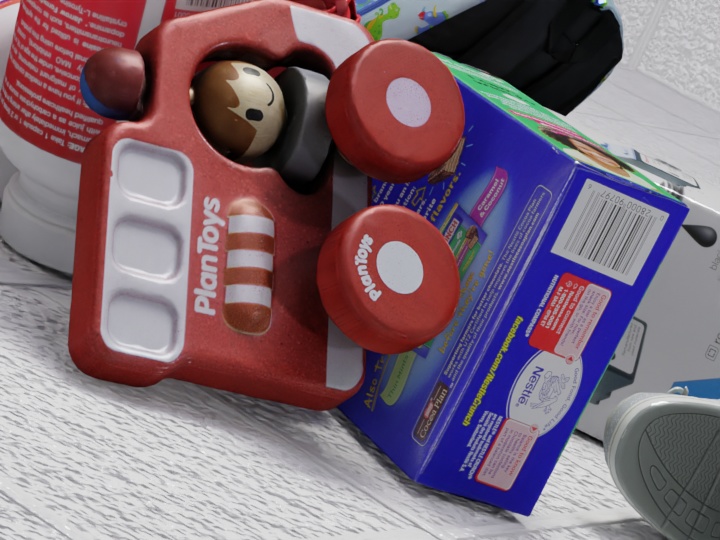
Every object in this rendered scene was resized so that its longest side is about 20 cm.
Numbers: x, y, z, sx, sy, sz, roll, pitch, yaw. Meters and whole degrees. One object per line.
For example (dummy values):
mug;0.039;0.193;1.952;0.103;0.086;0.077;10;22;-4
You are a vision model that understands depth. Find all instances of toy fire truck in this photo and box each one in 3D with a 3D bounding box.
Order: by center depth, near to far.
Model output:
toy fire truck;-0.051;-0.035;1.318;0.168;0.200;0.112;14;-24;-29

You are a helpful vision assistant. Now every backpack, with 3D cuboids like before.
backpack;0.053;-0.129;1.664;0.163;0.200;0.154;41;36;-41

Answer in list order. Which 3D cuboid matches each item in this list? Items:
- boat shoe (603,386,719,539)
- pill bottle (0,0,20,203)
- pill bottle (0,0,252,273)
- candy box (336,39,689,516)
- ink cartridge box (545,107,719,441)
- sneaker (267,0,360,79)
boat shoe;0.184;0.105;1.456;0.202;0.075;0.065;19;5;-43
pill bottle;-0.183;-0.110;1.565;0.112;0.113;0.200;20;12;-20
pill bottle;-0.115;-0.103;1.408;0.112;0.200;0.112;14;21;-5
candy box;0.048;-0.001;1.394;0.077;0.169;0.200;21;11;-32
ink cartridge box;0.136;0.010;1.589;0.200;0.147;0.086;25;13;4
sneaker;-0.019;-0.120;1.471;0.200;0.115;0.078;40;48;-19
